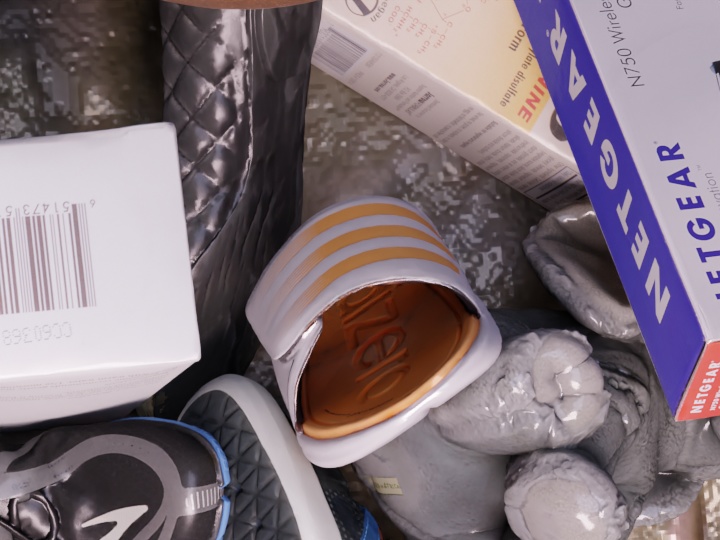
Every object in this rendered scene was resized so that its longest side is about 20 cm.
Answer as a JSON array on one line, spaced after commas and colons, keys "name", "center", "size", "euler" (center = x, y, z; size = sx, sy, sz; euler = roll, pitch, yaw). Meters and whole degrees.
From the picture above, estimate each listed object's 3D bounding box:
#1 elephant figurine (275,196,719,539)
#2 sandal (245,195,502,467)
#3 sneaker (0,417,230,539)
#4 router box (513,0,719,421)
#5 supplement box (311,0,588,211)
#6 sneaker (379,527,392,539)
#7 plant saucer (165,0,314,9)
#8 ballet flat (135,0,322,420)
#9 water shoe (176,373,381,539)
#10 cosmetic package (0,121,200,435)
[{"name": "elephant figurine", "center": [0.104, 0.045, 0.938], "size": [0.200, 0.142, 0.155], "euler": [-32, 83, -33]}, {"name": "sandal", "center": [-0.007, 0.005, 0.893], "size": [0.079, 0.207, 0.059], "euler": [-35, 109, 5]}, {"name": "sneaker", "center": [-0.140, 0.091, 0.874], "size": [0.199, 0.083, 0.071], "euler": [-6, 85, 15]}, {"name": "router box", "center": [0.168, -0.052, 0.898], "size": [0.179, 0.049, 0.200], "euler": [-8, 55, -15]}, {"name": "supplement box", "center": [0.078, -0.101, 0.993], "size": [0.200, 0.074, 0.126], "euler": [30, 77, -7]}, {"name": "sneaker", "center": [-0.074, 0.155, 0.924], "size": [0.112, 0.078, 0.200], "euler": [35, 65, -1]}, {"name": "plant saucer", "center": [-0.052, -0.159, 0.907], "size": [0.200, 0.035, 0.201], "euler": [5, 49, -6]}, {"name": "ballet flat", "center": [-0.056, -0.036, 0.943], "size": [0.066, 0.057, 0.200], "euler": [-8, 113, -52]}, {"name": "water shoe", "center": [-0.003, 0.128, 0.887], "size": [0.079, 0.071, 0.200], "euler": [-8, 67, -50]}, {"name": "cosmetic package", "center": [-0.126, 0.011, 0.864], "size": [0.113, 0.200, 0.081], "euler": [-5, 83, -16]}]
